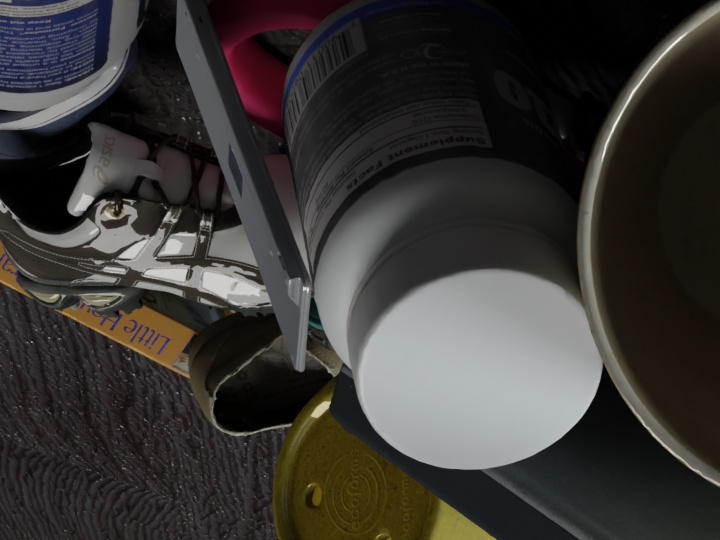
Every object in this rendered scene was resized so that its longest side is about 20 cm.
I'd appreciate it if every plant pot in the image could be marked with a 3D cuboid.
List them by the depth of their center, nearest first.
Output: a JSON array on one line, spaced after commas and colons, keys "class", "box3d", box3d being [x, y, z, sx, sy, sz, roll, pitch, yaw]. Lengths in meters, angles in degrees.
[{"class": "plant pot", "box3d": [0.044, 0.104, 1.363, 0.199, 0.201, 0.142, 4, 176, 42]}]

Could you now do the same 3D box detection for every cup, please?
[{"class": "cup", "box3d": [0.171, -0.018, 1.131, 0.199, 0.201, 0.143, 22, -176, -6]}]

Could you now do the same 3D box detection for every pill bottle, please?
[{"class": "pill bottle", "box3d": [0.033, -0.019, 1.193, 0.113, 0.200, 0.114, -4, 126, -6]}, {"class": "pill bottle", "box3d": [-0.137, -0.135, 1.205, 0.110, 0.111, 0.200, 20, 163, -1]}]

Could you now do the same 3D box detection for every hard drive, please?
[{"class": "hard drive", "box3d": [0.101, 0.088, 1.203, 0.139, 0.033, 0.200, -5, -151, -45]}]

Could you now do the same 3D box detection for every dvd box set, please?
[{"class": "dvd box set", "box3d": [-0.155, -0.016, 1.603, 0.199, 0.029, 0.146, 28, -162, -26]}]

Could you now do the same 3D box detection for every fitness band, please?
[{"class": "fitness band", "box3d": [0.018, -0.071, 1.356, 0.199, 0.038, 0.143, 28, 162, -20]}]

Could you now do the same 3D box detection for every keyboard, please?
[{"class": "keyboard", "box3d": [-0.052, -0.048, 1.272, 0.011, 0.201, 0.056, -13, 141, -10]}]

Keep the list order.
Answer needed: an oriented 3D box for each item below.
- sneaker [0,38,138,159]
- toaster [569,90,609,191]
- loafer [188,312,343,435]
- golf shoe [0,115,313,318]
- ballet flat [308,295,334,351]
[{"class": "sneaker", "box3d": [-0.140, -0.077, 1.461, 0.146, 0.077, 0.202, 23, 157, -39]}, {"class": "toaster", "box3d": [0.164, 0.014, 1.283, 0.200, 0.114, 0.129, 39, 172, 20]}, {"class": "loafer", "box3d": [0.003, 0.040, 1.524, 0.199, 0.068, 0.076, -23, 118, 18]}, {"class": "golf shoe", "box3d": [-0.084, -0.028, 1.380, 0.199, 0.078, 0.095, -9, 145, 20]}, {"class": "ballet flat", "box3d": [0.000, 0.000, 1.443, 0.072, 0.072, 0.200, 27, -169, -23]}]
